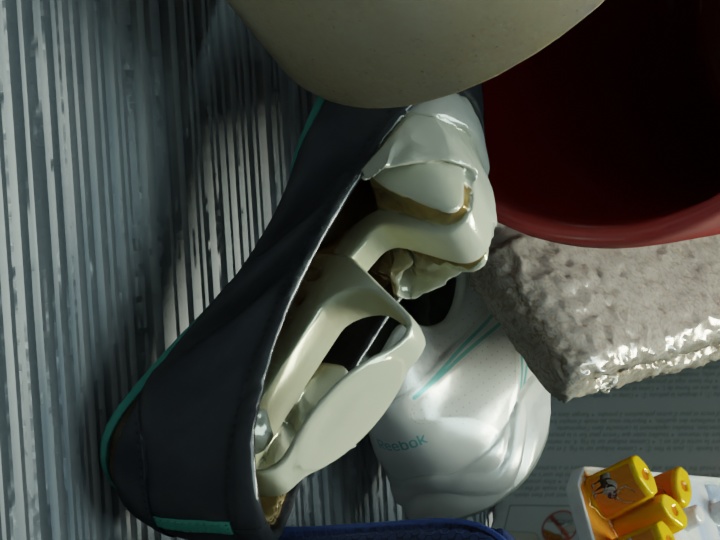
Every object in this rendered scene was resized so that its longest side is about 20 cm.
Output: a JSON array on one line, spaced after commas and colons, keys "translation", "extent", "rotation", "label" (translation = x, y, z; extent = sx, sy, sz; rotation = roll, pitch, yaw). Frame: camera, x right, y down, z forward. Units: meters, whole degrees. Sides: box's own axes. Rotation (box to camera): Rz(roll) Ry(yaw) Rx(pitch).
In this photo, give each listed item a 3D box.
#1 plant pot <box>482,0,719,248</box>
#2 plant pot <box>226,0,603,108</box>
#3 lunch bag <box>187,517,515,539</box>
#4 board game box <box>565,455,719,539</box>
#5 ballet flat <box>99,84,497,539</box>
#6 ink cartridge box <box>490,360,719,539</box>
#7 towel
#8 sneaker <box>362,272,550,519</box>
[{"translation": [0.131, -0.100, 0.878], "extent": [0.177, 0.199, 0.202], "rotation": [5, 84, -51], "label": "plant pot"}, {"translation": [-0.020, -0.179, 0.733], "extent": [0.200, 0.186, 0.188], "rotation": [39, 52, -38], "label": "plant pot"}, {"translation": [0.006, 0.173, 0.774], "extent": [0.132, 0.135, 0.201], "rotation": [54, 40, -49], "label": "lunch bag"}, {"translation": [0.158, 0.160, 0.844], "extent": [0.199, 0.026, 0.201], "rotation": [9, 59, -49], "label": "board game box"}, {"translation": [0.000, 0.000, 0.786], "extent": [0.201, 0.073, 0.073], "rotation": [-57, 141, -20], "label": "ballet flat"}, {"translation": [0.137, 0.079, 1.023], "extent": [0.047, 0.159, 0.201], "rotation": [53, 43, -48], "label": "ink cartridge box"}, {"translation": [0.100, -0.023, 0.945], "extent": [0.199, 0.035, 0.133], "rotation": [-11, 61, -48], "label": "towel"}, {"translation": [0.047, -0.004, 0.948], "extent": [0.080, 0.070, 0.201], "rotation": [58, 36, -30], "label": "sneaker"}]
